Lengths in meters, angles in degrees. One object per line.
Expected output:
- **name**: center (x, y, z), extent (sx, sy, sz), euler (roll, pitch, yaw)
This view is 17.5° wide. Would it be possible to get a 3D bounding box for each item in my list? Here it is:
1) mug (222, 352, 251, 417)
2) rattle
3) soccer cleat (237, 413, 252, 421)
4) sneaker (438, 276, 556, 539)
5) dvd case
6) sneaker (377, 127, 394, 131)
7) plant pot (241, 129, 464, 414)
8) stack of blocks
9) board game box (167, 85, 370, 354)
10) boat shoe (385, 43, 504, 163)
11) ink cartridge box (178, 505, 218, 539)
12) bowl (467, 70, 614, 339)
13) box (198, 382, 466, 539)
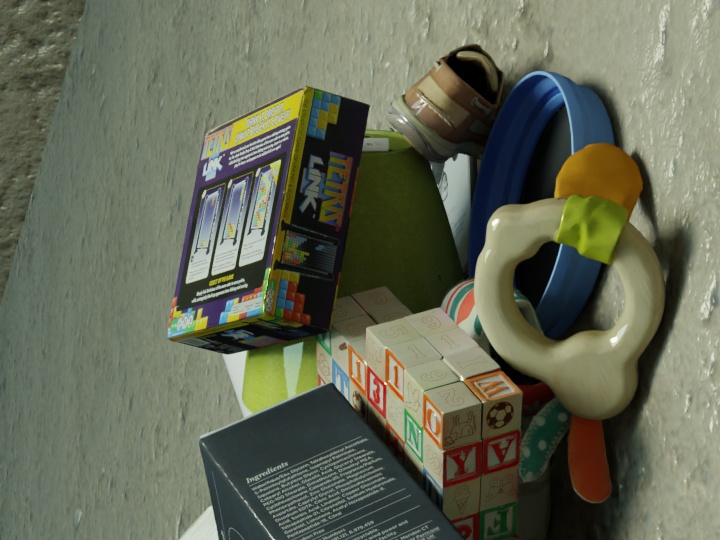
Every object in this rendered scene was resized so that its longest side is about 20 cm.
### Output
- **mug**: center (-0.037, 0.096, 2.011), extent (0.187, 0.149, 0.154), euler (112, 151, -55)
- **rattle**: center (0.146, 0.035, 1.568), extent (0.143, 0.130, 0.201), euler (-99, -5, -71)
- **soccer cleat**: center (-0.074, 0.192, 1.863), extent (0.084, 0.065, 0.201), euler (56, 146, 41)
- **sneaker**: center (0.101, 0.105, 1.610), extent (0.093, 0.070, 0.201), euler (-177, 79, -71)
- **dvd case**: center (0.070, -0.056, 1.925), extent (0.150, 0.025, 0.201), euler (125, 148, -56)
- **sneaker**: center (-0.035, -0.053, 2.007), extent (0.203, 0.146, 0.077), euler (-85, -9, -53)
- **plant pot**: center (0.000, 0.000, 1.776), extent (0.187, 0.186, 0.201), euler (-134, 41, -69)
- **stack of blocks**: center (0.036, 0.087, 1.587), extent (0.200, 0.058, 0.116), euler (-133, 36, -52)
- **board game box**: center (-0.069, -0.031, 1.688), extent (0.200, 0.057, 0.166), euler (-14, 63, 65)
- **boat shoe**: center (0.081, -0.133, 1.789), extent (0.072, 0.076, 0.200), euler (-49, -1, 18)
- **ink cartridge box**: center (-0.057, 0.221, 1.752), extent (0.199, 0.050, 0.109), euler (-7, 26, 36)
- **bowl**: center (0.131, -0.043, 1.696), extent (0.201, 0.039, 0.201), euler (-171, 90, -74)
- **box**: center (-0.011, 0.200, 1.551), extent (0.200, 0.107, 0.149), euler (47, 153, 46)
